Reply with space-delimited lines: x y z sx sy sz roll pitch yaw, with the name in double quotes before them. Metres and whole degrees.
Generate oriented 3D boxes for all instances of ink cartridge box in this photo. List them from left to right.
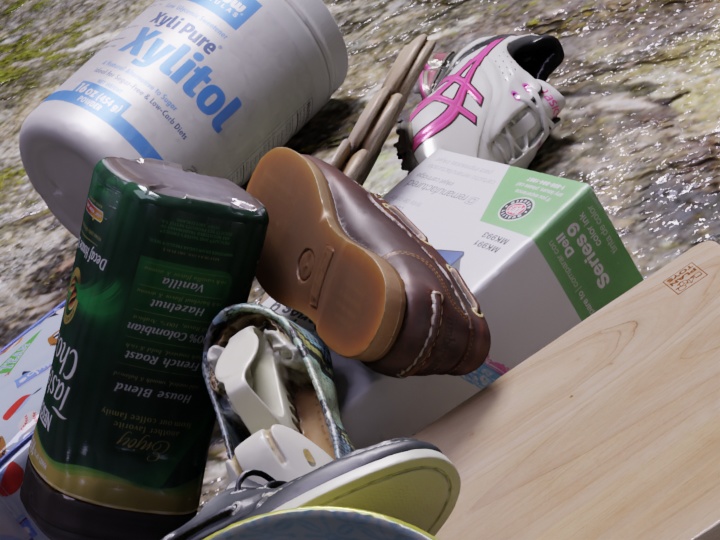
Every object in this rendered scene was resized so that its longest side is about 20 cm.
"ink cartridge box" 0.030 0.036 1.356 0.200 0.088 0.145 -43 29 -17

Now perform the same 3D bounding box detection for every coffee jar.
"coffee jar" -0.113 0.048 1.313 0.104 0.085 0.201 -146 68 -67

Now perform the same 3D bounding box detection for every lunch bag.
"lunch bag" -0.170 0.078 1.512 0.200 0.076 0.160 -36 24 -8

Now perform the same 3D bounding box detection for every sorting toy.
"sorting toy" 0.131 0.097 1.160 0.200 0.070 0.199 -33 26 -5

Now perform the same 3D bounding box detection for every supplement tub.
"supplement tub" -0.117 -0.109 1.717 0.132 0.132 0.200 5 45 51

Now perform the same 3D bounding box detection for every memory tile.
"memory tile" -0.017 -0.036 1.473 0.153 0.017 0.200 -60 -1 -39

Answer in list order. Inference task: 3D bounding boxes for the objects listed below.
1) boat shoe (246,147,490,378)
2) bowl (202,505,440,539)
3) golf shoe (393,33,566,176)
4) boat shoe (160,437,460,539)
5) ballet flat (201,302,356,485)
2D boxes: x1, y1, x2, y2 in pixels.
"boat shoe" 0.000 0.000 1.287 0.071 0.070 0.200 -67 30 19
"bowl" -0.003 0.200 1.054 0.200 0.201 0.108 -25 -16 12
"golf shoe" 0.074 -0.088 1.541 0.092 0.073 0.200 -20 28 21
"boat shoe" -0.048 0.122 1.118 0.199 0.074 0.066 -40 42 16
"ballet flat" -0.039 0.085 1.202 0.074 0.074 0.200 -29 36 4
